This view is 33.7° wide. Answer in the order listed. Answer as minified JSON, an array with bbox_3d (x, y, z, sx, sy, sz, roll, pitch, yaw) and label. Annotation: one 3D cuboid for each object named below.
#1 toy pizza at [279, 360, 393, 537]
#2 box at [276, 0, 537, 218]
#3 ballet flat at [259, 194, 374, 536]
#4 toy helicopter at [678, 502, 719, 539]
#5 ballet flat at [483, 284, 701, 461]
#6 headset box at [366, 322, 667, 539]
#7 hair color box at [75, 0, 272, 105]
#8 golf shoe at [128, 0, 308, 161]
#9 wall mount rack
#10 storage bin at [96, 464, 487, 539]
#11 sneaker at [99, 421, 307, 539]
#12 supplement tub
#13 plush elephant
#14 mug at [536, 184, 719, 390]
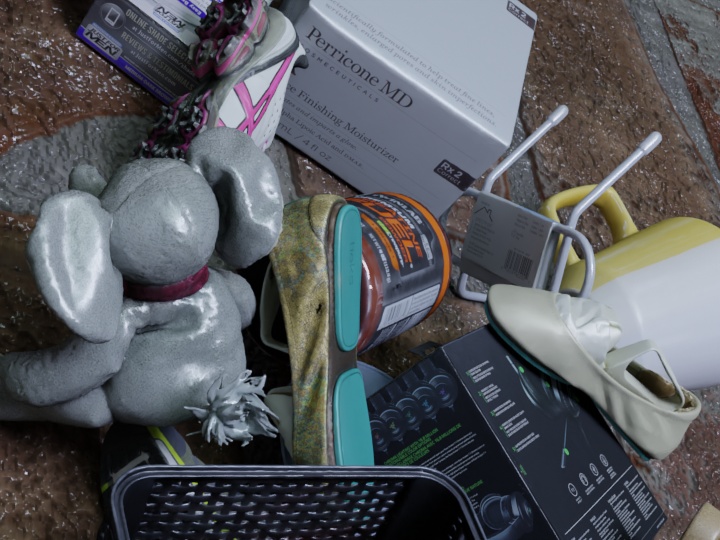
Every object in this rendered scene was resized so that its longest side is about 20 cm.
[{"bbox_3d":[0.013,0.150,0.797,0.200,0.032,0.202,38,32,-29],"label":"toy pizza"},{"bbox_3d":[0.026,-0.179,1.003,0.198,0.131,0.201,33,43,-14],"label":"box"},{"bbox_3d":[-0.029,0.056,0.718,0.070,0.070,0.203,-3,90,-40],"label":"ballet flat"},{"bbox_3d":[0.185,0.229,0.776,0.079,0.202,0.132,34,42,23],"label":"toy helicopter"},{"bbox_3d":[0.171,0.059,0.839,0.199,0.069,0.070,39,41,-27],"label":"ballet flat"},{"bbox_3d":[0.101,0.131,0.819,0.201,0.092,0.174,58,28,8],"label":"headset box"},{"bbox_3d":[-0.132,-0.225,0.960,0.109,0.065,0.201,37,41,-11],"label":"hair color box"},{"bbox_3d":[-0.097,-0.098,0.847,0.092,0.072,0.202,38,73,-40],"label":"golf shoe"},{"bbox_3d":[0.148,-0.042,0.940,0.074,0.176,0.200,9,12,-33],"label":"wall mount rack"},{"bbox_3d":[-0.031,0.179,0.587,0.197,0.094,0.136,4,39,-27],"label":"storage bin"},{"bbox_3d":[-0.079,0.162,0.712,0.201,0.074,0.081,53,32,-1],"label":"sneaker"},{"bbox_3d":[0.000,0.000,0.845,0.107,0.107,0.200,53,24,8],"label":"supplement tub"},{"bbox_3d":[-0.124,0.003,0.669,0.163,0.199,0.157,-18,109,-40],"label":"plush elephant"},{"bbox_3d":[0.221,0.033,1.014,0.152,0.151,0.186,-13,35,-35],"label":"mug"}]
